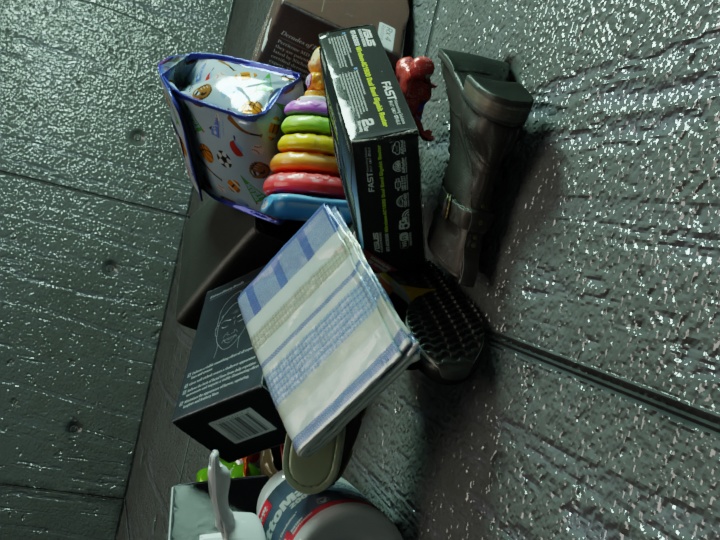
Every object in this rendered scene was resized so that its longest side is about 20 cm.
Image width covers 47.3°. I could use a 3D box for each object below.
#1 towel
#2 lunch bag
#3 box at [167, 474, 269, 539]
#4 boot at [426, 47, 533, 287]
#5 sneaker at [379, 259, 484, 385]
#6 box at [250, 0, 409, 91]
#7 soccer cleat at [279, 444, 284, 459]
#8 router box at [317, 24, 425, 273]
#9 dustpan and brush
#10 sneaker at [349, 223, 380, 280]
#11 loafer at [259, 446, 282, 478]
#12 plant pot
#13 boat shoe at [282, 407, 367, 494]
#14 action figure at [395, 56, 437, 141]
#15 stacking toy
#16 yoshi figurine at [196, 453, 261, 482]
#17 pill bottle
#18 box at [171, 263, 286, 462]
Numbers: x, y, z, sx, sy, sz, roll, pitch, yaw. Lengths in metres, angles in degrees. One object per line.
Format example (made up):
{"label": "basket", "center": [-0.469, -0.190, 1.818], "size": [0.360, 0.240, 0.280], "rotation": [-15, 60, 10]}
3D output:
{"label": "towel", "center": [-0.036, 0.048, 0.735], "size": [0.147, 0.024, 0.201], "rotation": [-45, 46, 15]}
{"label": "lunch bag", "center": [-0.165, -0.172, 1.044], "size": [0.124, 0.197, 0.172], "rotation": [-46, -34, -33]}
{"label": "box", "center": [-0.150, 0.383, 0.953], "size": [0.202, 0.121, 0.199], "rotation": [-99, 6, -47]}
{"label": "boot", "center": [0.091, -0.100, 0.757], "size": [0.201, 0.068, 0.177], "rotation": [-99, 19, -61]}
{"label": "sneaker", "center": [0.060, 0.063, 0.754], "size": [0.201, 0.068, 0.092], "rotation": [-117, 28, -61]}
{"label": "box", "center": [-0.049, -0.297, 1.091], "size": [0.201, 0.161, 0.168], "rotation": [127, 158, -49]}
{"label": "soccer cleat", "center": [-0.064, 0.181, 1.001], "size": [0.068, 0.072, 0.204], "rotation": [137, 141, -58]}
{"label": "router box", "center": [0.009, -0.120, 0.791], "size": [0.202, 0.061, 0.152], "rotation": [-106, 7, -47]}
{"label": "dustpan and brush", "center": [-0.118, 0.254, 0.768], "size": [0.140, 0.056, 0.204], "rotation": [-130, 43, -62]}
{"label": "sneaker", "center": [0.000, 0.000, 0.958], "size": [0.202, 0.076, 0.092], "rotation": [-60, 14, 26]}
{"label": "loafer", "center": [-0.094, 0.187, 1.094], "size": [0.067, 0.075, 0.205], "rotation": [160, 111, -66]}
{"label": "plant pot", "center": [-0.131, -0.023, 1.165], "size": [0.178, 0.197, 0.203], "rotation": [-48, 33, 36]}
{"label": "boat shoe", "center": [-0.024, 0.106, 0.771], "size": [0.061, 0.070, 0.205], "rotation": [65, -140, -73]}
{"label": "action figure", "center": [0.054, -0.162, 0.832], "size": [0.200, 0.050, 0.067], "rotation": [86, -176, -77]}
{"label": "stacking toy", "center": [-0.053, -0.160, 0.950], "size": [0.116, 0.107, 0.205], "rotation": [-178, 93, -74]}
{"label": "yoshi figurine", "center": [-0.166, 0.303, 1.154], "size": [0.111, 0.113, 0.200], "rotation": [-31, 20, 4]}
{"label": "pill bottle", "center": [-0.041, 0.265, 0.816], "size": [0.199, 0.117, 0.122], "rotation": [-176, 98, -71]}
{"label": "box", "center": [-0.124, 0.106, 1.003], "size": [0.147, 0.107, 0.203], "rotation": [-23, 40, 29]}
